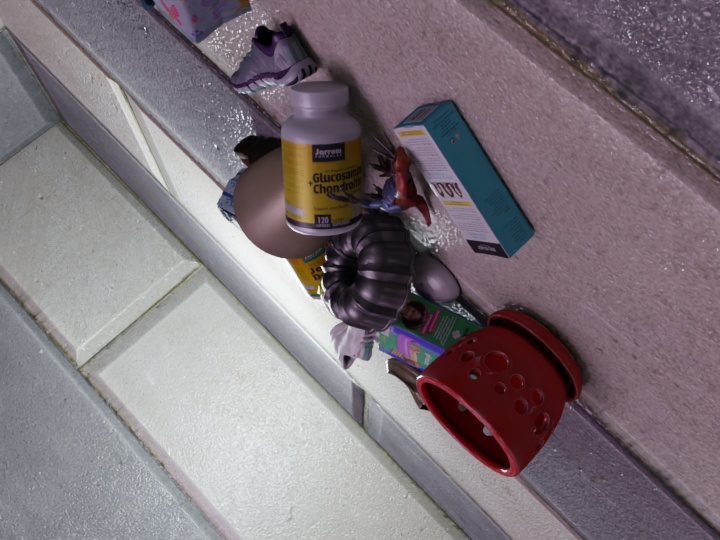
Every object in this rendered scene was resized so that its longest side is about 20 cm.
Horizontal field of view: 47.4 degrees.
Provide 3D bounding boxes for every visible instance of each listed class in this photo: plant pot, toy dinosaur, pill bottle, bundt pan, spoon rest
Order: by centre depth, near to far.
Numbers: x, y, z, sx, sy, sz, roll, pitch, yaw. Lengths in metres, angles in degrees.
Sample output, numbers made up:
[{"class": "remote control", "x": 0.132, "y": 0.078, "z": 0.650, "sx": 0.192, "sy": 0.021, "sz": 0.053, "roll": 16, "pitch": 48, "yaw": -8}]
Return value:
[{"class": "toy dinosaur", "x": 0.058, "y": -0.119, "z": 1.090, "sx": 0.200, "sy": 0.105, "sz": 0.181, "roll": 17, "pitch": -173, "yaw": -22}, {"class": "pill bottle", "x": -0.054, "y": -0.158, "z": 1.154, "sx": 0.112, "sy": 0.112, "sz": 0.201, "roll": 29, "pitch": 128, "yaw": 49}, {"class": "plant pot", "x": 0.212, "y": 0.171, "z": 1.208, "sx": 0.200, "sy": 0.182, "sz": 0.201, "roll": 44, "pitch": 165, "yaw": 15}, {"class": "plant pot", "x": -0.090, "y": -0.137, "z": 1.333, "sx": 0.187, "sy": 0.187, "sz": 0.200, "roll": 49, "pitch": 150, "yaw": -4}, {"class": "bundt pan", "x": 0.000, "y": 0.000, "z": 1.339, "sx": 0.076, "sy": 0.203, "sz": 0.202, "roll": 8, "pitch": -171, "yaw": -32}, {"class": "spoon rest", "x": 0.100, "y": 0.018, "z": 1.409, "sx": 0.099, "sy": 0.061, "sz": 0.200, "roll": 51, "pitch": 152, "yaw": -15}, {"class": "pill bottle", "x": -0.098, "y": -0.046, "z": 1.575, "sx": 0.113, "sy": 0.113, "sz": 0.200, "roll": 32, "pitch": 158, "yaw": 45}]

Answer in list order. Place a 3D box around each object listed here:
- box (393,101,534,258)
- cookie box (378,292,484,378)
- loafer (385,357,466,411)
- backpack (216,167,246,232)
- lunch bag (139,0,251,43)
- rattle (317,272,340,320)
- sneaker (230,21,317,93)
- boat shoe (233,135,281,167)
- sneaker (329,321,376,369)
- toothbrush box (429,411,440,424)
[{"class": "box", "x": 0.127, "y": -0.108, "z": 1.002, "sx": 0.200, "sy": 0.049, "sz": 0.082, "roll": 54, "pitch": 165, "yaw": -20}, {"class": "cookie box", "x": 0.135, "y": 0.126, "z": 1.413, "sx": 0.200, "sy": 0.075, "sz": 0.171, "roll": 24, "pitch": 160, "yaw": 10}, {"class": "loafer", "x": 0.118, "y": 0.221, "z": 1.506, "sx": 0.200, "sy": 0.068, "sz": 0.076, "roll": 25, "pitch": -179, "yaw": 39}, {"class": "backpack", "x": -0.203, "y": -0.121, "z": 1.702, "sx": 0.200, "sy": 0.154, "sz": 0.163, "roll": 14, "pitch": -166, "yaw": -39}, {"class": "lunch bag", "x": -0.264, "y": -0.436, "z": 1.128, "sx": 0.200, "sy": 0.127, "sz": 0.170, "roll": 46, "pitch": 164, "yaw": 33}, {"class": "rattle", "x": 0.024, "y": 0.063, "z": 1.523, "sx": 0.200, "sy": 0.130, "sz": 0.143, "roll": 42, "pitch": 166, "yaw": -16}, {"class": "sneaker", "x": -0.139, "y": -0.317, "z": 1.207, "sx": 0.200, "sy": 0.074, "sz": 0.088, "roll": 7, "pitch": 128, "yaw": 52}, {"class": "boat shoe", "x": -0.177, "y": -0.210, "z": 1.571, "sx": 0.068, "sy": 0.072, "sz": 0.200, "roll": 52, "pitch": 175, "yaw": -30}, {"class": "sneaker", "x": 0.007, "y": 0.115, "z": 1.463, "sx": 0.200, "sy": 0.075, "sz": 0.089, "roll": 128, "pitch": 137, "yaw": -55}, {"class": "toothbrush box", "x": 0.181, "y": 0.243, "z": 1.658, "sx": 0.146, "sy": 0.085, "sz": 0.200, "roll": 49, "pitch": 164, "yaw": -2}]
